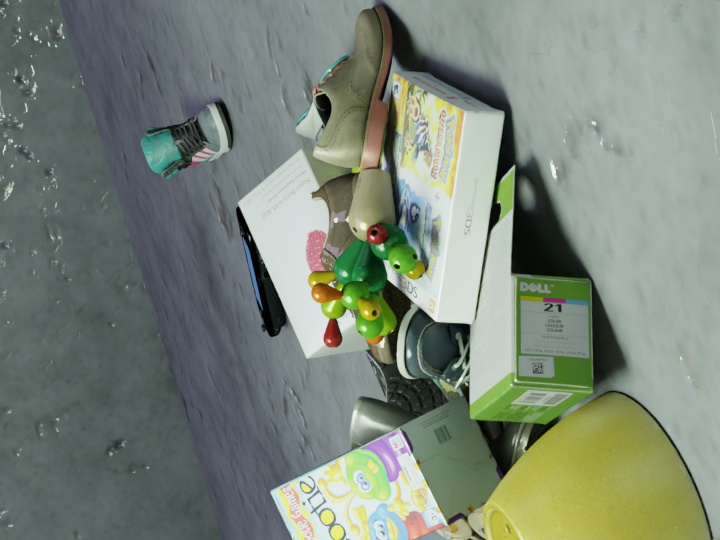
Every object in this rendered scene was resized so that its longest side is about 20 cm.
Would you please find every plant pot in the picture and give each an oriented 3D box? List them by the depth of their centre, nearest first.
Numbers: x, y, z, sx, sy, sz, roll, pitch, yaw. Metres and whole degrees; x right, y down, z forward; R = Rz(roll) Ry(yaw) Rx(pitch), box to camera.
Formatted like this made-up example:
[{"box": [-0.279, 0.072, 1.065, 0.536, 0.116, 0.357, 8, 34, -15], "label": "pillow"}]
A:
[{"box": [0.192, 0.225, 1.418, 0.200, 0.142, 0.200, 58, 160, 36], "label": "plant pot"}]

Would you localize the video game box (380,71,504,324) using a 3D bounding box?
[{"box": [0.068, -0.072, 1.534, 0.182, 0.047, 0.200, -142, 56, -62], "label": "video game box"}]

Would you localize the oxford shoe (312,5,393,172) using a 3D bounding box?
[{"box": [-0.009, -0.188, 1.607, 0.070, 0.075, 0.200, 100, 176, -53], "label": "oxford shoe"}]

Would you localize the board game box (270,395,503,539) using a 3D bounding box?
[{"box": [0.026, 0.216, 1.591, 0.200, 0.105, 0.103, -31, 83, 42], "label": "board game box"}]

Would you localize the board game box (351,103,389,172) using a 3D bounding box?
[{"box": [0.055, -0.067, 1.697, 0.102, 0.048, 0.200, 94, 152, -55], "label": "board game box"}]

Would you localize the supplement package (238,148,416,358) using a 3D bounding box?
[{"box": [-0.024, -0.021, 1.804, 0.121, 0.120, 0.200, -37, 70, 36], "label": "supplement package"}]

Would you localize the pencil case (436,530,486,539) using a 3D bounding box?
[{"box": [0.117, 0.274, 1.821, 0.200, 0.089, 0.078, -169, 61, -71], "label": "pencil case"}]

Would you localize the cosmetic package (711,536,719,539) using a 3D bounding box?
[{"box": [0.291, 0.306, 1.145, 0.166, 0.167, 0.200, 13, 122, 70], "label": "cosmetic package"}]

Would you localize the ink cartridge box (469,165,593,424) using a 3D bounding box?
[{"box": [0.150, 0.025, 1.459, 0.148, 0.076, 0.200, 124, 149, -71], "label": "ink cartridge box"}]

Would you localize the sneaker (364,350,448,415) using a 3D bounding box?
[{"box": [0.058, 0.134, 1.917, 0.088, 0.076, 0.200, 69, 177, -63], "label": "sneaker"}]

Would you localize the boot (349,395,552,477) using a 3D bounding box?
[{"box": [0.087, 0.171, 1.647, 0.200, 0.073, 0.182, 29, 134, 22], "label": "boot"}]

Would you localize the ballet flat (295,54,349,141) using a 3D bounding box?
[{"box": [-0.026, -0.176, 1.823, 0.200, 0.069, 0.070, 133, 116, -71], "label": "ballet flat"}]

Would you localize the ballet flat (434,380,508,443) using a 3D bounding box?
[{"box": [0.124, 0.125, 1.683, 0.071, 0.069, 0.200, -18, 99, 50], "label": "ballet flat"}]

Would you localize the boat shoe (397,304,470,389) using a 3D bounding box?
[{"box": [0.091, 0.075, 1.555, 0.200, 0.062, 0.075, 18, -97, -66], "label": "boat shoe"}]

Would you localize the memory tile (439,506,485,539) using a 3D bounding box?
[{"box": [0.142, 0.277, 1.654, 0.153, 0.017, 0.200, 2, 136, 40], "label": "memory tile"}]

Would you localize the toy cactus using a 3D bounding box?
[{"box": [0.000, -0.015, 1.543, 0.200, 0.102, 0.165, 122, 153, -69], "label": "toy cactus"}]

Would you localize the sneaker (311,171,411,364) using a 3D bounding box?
[{"box": [0.000, 0.000, 1.683, 0.070, 0.075, 0.200, -1, -98, -62], "label": "sneaker"}]

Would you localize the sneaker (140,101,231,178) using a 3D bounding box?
[{"box": [-0.270, -0.198, 2.477, 0.200, 0.121, 0.084, 141, 109, -73], "label": "sneaker"}]

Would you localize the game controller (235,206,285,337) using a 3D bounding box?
[{"box": [-0.157, 0.001, 2.483, 0.104, 0.042, 0.200, -137, 32, -58], "label": "game controller"}]
